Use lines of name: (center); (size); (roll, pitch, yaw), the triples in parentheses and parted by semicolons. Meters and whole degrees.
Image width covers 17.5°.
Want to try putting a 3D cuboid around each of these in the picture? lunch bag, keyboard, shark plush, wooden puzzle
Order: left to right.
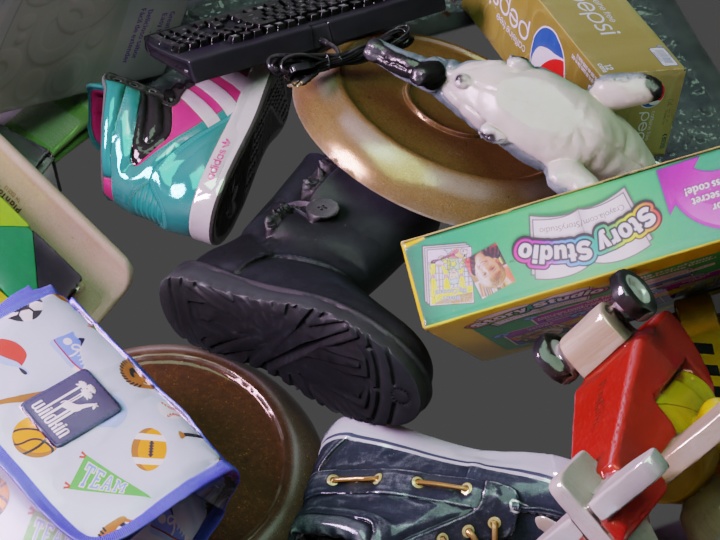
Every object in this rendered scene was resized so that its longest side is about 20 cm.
wooden puzzle: (-0.255, 0.010, 1.385); (0.185, 0.037, 0.200); (45, 65, -12)
lunch bag: (-0.186, 0.128, 1.280); (0.200, 0.124, 0.170); (-46, 67, -2)
keyboard: (-0.031, -0.156, 1.499); (0.199, 0.021, 0.127); (-21, 34, -30)
shark plush: (0.092, -0.084, 1.430); (0.199, 0.083, 0.091); (14, 77, 3)

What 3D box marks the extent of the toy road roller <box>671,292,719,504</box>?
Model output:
toy road roller: (0.214, 0.106, 1.351); (0.145, 0.123, 0.201); (-14, 53, 6)

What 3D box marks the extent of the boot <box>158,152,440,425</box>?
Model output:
boot: (0.000, 0.000, 1.414); (0.200, 0.077, 0.168); (19, 45, 34)

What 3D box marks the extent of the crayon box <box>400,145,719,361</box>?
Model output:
crayon box: (0.141, -0.008, 1.356); (0.199, 0.173, 0.059); (-17, 77, 11)

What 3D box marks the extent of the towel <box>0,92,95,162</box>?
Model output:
towel: (-0.282, -0.116, 1.555); (0.200, 0.031, 0.149); (36, 63, 20)

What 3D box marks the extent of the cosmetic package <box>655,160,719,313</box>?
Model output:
cosmetic package: (0.254, 0.002, 1.465); (0.199, 0.051, 0.083); (20, 53, 13)

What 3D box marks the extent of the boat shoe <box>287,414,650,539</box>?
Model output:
boat shoe: (0.060, 0.152, 1.338); (0.199, 0.071, 0.091); (12, 49, 15)

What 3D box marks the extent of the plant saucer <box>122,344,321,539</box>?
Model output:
plant saucer: (-0.118, 0.119, 1.379); (0.199, 0.035, 0.201); (0, 53, 0)

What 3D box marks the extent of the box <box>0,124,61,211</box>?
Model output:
box: (-0.323, -0.032, 1.459); (0.199, 0.050, 0.199); (28, 64, 16)

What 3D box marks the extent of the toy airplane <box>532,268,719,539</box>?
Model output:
toy airplane: (0.157, 0.107, 1.222); (0.141, 0.200, 0.199); (39, 75, -16)

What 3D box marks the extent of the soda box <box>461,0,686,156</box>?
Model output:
soda box: (0.136, -0.155, 1.534); (0.064, 0.068, 0.200); (-6, 39, -21)

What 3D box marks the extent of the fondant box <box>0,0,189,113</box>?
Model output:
fondant box: (-0.190, -0.182, 1.485); (0.058, 0.145, 0.200); (39, 35, 24)

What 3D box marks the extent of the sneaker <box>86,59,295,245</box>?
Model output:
sneaker: (-0.117, -0.104, 1.518); (0.120, 0.084, 0.200); (15, 46, 9)

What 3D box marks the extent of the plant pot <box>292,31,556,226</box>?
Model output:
plant pot: (0.054, -0.097, 1.495); (0.199, 0.028, 0.200); (17, 35, -12)
